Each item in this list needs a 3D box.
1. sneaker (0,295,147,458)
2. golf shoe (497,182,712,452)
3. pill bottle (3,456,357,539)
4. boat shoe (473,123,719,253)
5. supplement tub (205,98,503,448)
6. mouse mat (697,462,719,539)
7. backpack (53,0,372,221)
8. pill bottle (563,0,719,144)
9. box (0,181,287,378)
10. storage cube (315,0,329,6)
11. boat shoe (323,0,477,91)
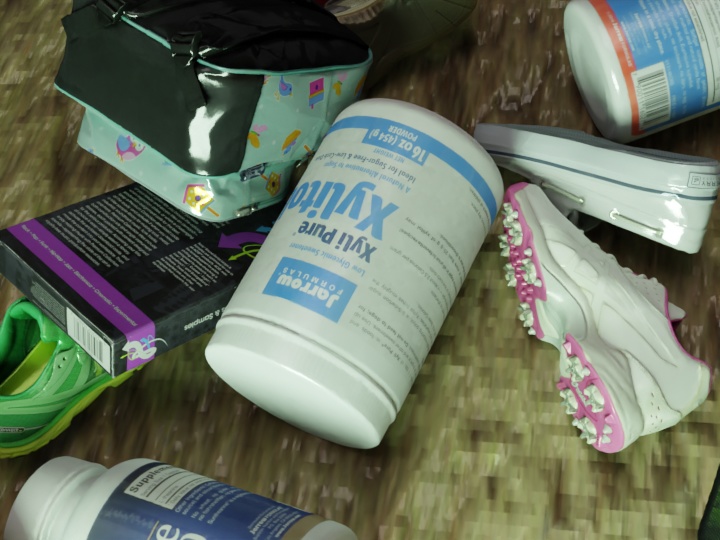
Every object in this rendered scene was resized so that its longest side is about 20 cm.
[{"bbox_3d":[-0.200,0.045,0.806,0.074,0.084,0.200,24,57,29],"label":"sneaker"},{"bbox_3d":[0.155,0.021,0.746,0.091,0.075,0.200,-16,59,-9],"label":"golf shoe"},{"bbox_3d":[-0.109,0.177,0.680,0.199,0.111,0.111,13,61,23],"label":"pill bottle"},{"bbox_3d":[0.152,-0.059,0.792,0.073,0.067,0.200,-4,17,-38],"label":"boat shoe"},{"bbox_3d":[0.000,0.000,0.753,0.132,0.132,0.200,17,66,25],"label":"supplement tub"},{"bbox_3d":[0.315,0.126,0.664,0.199,0.008,0.161,15,62,25],"label":"mouse mat"},{"bbox_3d":[-0.096,-0.132,0.821,0.176,0.154,0.200,29,34,25],"label":"backpack"},{"bbox_3d":[0.257,-0.174,0.816,0.199,0.112,0.112,-20,54,0],"label":"pill bottle"},{"bbox_3d":[-0.134,-0.012,0.810,0.200,0.036,0.143,-27,49,-37],"label":"box"},{"bbox_3d":[-0.121,-0.298,0.968,0.179,0.171,0.200,-26,53,-4],"label":"storage cube"},{"bbox_3d":[0.001,-0.194,0.932,0.200,0.072,0.066,-27,24,11],"label":"boat shoe"}]
